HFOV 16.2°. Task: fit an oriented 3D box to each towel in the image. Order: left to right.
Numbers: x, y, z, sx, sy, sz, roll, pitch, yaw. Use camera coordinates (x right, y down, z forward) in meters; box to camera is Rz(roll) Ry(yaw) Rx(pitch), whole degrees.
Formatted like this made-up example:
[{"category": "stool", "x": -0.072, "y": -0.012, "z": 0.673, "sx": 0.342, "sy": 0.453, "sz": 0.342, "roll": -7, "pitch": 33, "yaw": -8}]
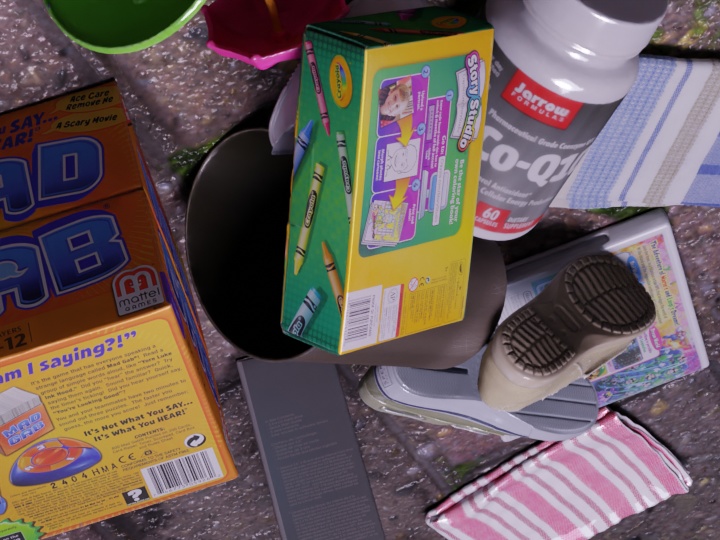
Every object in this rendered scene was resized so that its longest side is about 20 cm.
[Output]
[{"category": "towel", "x": 0.170, "y": 0.196, "z": 2.163, "sx": 0.199, "sy": 0.030, "sz": 0.146, "roll": -32, "pitch": 139, "yaw": 18}, {"category": "towel", "x": 0.203, "y": -0.101, "z": 1.824, "sx": 0.198, "sy": 0.024, "sz": 0.147, "roll": 0, "pitch": 136, "yaw": -24}]

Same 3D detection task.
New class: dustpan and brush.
[{"category": "dustpan and brush", "x": 0.021, "y": -0.165, "z": 1.643, "sx": 0.200, "sy": 0.057, "sz": 0.139, "roll": -46, "pitch": 162, "yaw": 26}]

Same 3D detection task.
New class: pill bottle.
[{"category": "pill bottle", "x": 0.115, "y": -0.126, "z": 1.686, "sx": 0.113, "sy": 0.114, "sz": 0.200, "roll": 7, "pitch": 136, "yaw": -28}]

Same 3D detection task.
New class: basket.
[{"category": "basket", "x": 0.000, "y": 0.000, "z": 1.766, "sx": 0.199, "sy": 0.181, "sz": 0.136, "roll": 16, "pitch": 123, "yaw": -47}]

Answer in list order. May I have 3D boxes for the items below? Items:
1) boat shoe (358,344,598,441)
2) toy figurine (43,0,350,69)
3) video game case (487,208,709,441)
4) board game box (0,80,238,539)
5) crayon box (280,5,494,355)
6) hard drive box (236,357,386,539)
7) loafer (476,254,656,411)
[{"category": "boat shoe", "x": 0.091, "y": 0.091, "z": 1.952, "sx": 0.199, "sy": 0.073, "sz": 0.062, "roll": 14, "pitch": 156, "yaw": -28}, {"category": "toy figurine", "x": -0.071, "y": -0.204, "z": 1.542, "sx": 0.184, "sy": 0.150, "sz": 0.201, "roll": 19, "pitch": 105, "yaw": -55}, {"category": "video game case", "x": 0.173, "y": 0.046, "z": 1.989, "sx": 0.181, "sy": 0.024, "sz": 0.200, "roll": -21, "pitch": 141, "yaw": 3}, {"category": "board game box", "x": -0.215, "y": 0.036, "z": 1.683, "sx": 0.198, "sy": 0.201, "sz": 0.200, "roll": -17, "pitch": 142, "yaw": -1}, {"category": "crayon box", "x": 0.017, "y": -0.058, "z": 1.588, "sx": 0.118, "sy": 0.058, "sz": 0.202, "roll": -14, "pitch": 116, "yaw": -44}, {"category": "hard drive box", "x": -0.028, "y": 0.181, "z": 1.930, "sx": 0.076, "sy": 0.201, "sz": 0.156, "roll": -14, "pitch": 141, "yaw": -3}, {"category": "loafer", "x": 0.145, "y": 0.047, "z": 1.859, "sx": 0.199, "sy": 0.076, "sz": 0.068, "roll": -23, "pitch": 163, "yaw": -49}]
